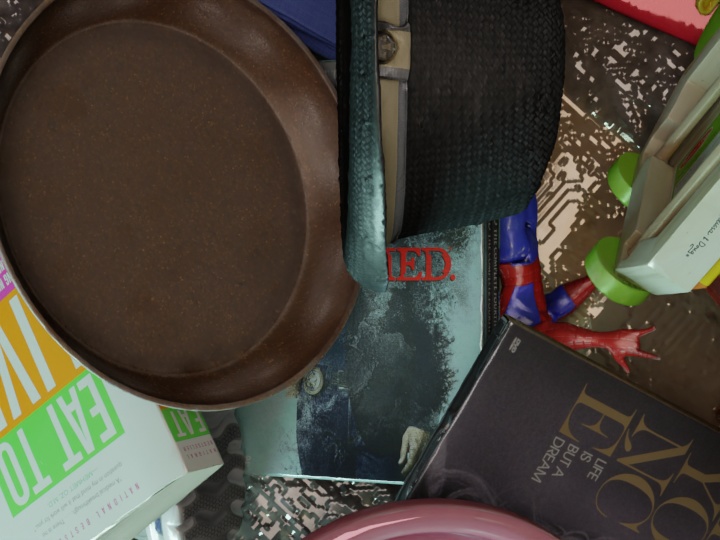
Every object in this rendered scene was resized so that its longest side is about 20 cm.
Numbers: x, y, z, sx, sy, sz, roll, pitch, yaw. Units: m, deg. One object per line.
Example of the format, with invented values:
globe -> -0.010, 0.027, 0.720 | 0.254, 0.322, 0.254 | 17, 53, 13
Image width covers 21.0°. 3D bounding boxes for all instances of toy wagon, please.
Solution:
toy wagon -> 0.163, -0.077, 0.849 | 0.039, 0.201, 0.156 | 31, 128, -7

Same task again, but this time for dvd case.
dvd case -> 0.000, 0.000, 0.927 | 0.145, 0.022, 0.202 | 1, 89, 31
dvd case -> 0.110, 0.128, 0.897 | 0.199, 0.016, 0.150 | 28, 98, -21

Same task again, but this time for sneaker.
sneaker -> -0.103, 0.037, 0.934 | 0.081, 0.074, 0.202 | 5, 93, 33

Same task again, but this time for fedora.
fedora -> 0.037, -0.092, 0.828 | 0.091, 0.201, 0.203 | 0, 89, -3

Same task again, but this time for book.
book -> -0.150, 0.032, 0.915 | 0.133, 0.048, 0.201 | -38, 72, 36

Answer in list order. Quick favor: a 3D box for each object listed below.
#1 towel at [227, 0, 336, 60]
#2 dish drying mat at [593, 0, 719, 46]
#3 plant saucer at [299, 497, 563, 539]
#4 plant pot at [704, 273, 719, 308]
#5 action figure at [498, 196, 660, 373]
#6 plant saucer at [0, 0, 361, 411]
towel -> 0.000, -0.206, 0.918 | 0.144, 0.024, 0.201 | 24, 91, -35
dish drying mat -> 0.188, -0.140, 0.939 | 0.199, 0.018, 0.077 | 24, 93, 5
plant saucer -> 0.026, 0.194, 0.853 | 0.198, 0.051, 0.203 | -2, 101, -9
plant pot -> 0.263, -0.002, 0.843 | 0.176, 0.200, 0.201 | 33, 99, 14
action figure -> 0.097, -0.021, 0.921 | 0.098, 0.065, 0.202 | -3, 89, 19
plant saucer -> -0.084, -0.035, 0.864 | 0.199, 0.034, 0.202 | 12, 71, -35
